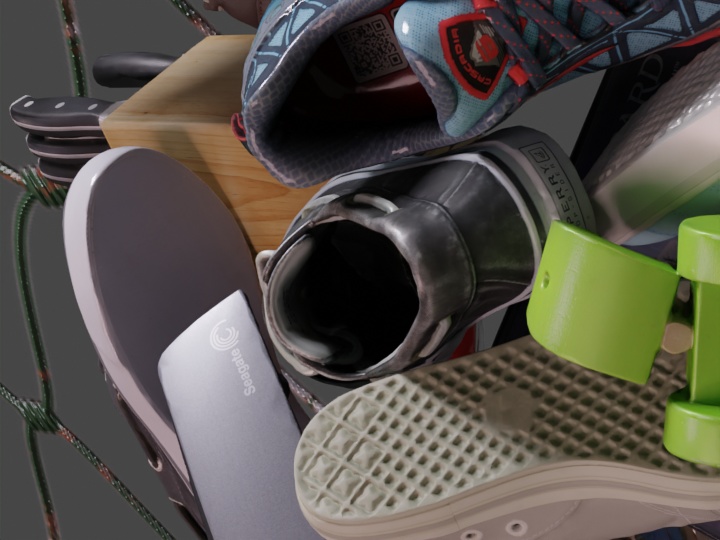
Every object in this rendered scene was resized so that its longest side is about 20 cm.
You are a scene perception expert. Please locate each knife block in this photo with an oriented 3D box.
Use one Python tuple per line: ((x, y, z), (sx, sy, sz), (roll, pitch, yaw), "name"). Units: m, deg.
((-0.049, -0.053, 1.062), (0.175, 0.064, 0.200), (39, 148, 13), "knife block")

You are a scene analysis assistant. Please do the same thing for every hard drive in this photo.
((-0.016, 0.120, 0.946), (0.135, 0.042, 0.200), (83, 165, -64), "hard drive")

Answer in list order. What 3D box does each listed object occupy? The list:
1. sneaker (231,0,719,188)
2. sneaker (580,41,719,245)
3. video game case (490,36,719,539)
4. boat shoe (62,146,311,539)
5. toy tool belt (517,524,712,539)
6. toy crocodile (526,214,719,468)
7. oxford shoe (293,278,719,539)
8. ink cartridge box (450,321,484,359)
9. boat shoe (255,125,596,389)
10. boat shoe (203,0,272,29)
((0.049, -0.073, 0.843), (0.200, 0.096, 0.079), (-25, 108, 29), "sneaker")
((0.142, -0.036, 0.814), (0.082, 0.074, 0.200), (50, 139, -10), "sneaker")
((0.140, 0.019, 0.867), (0.200, 0.019, 0.143), (28, 101, 31), "video game case")
((-0.064, 0.039, 1.064), (0.066, 0.070, 0.200), (9, 138, 48), "boat shoe")
((0.112, 0.093, 1.009), (0.125, 0.123, 0.200), (34, 137, 49), "toy tool belt")
((0.145, 0.017, 0.797), (0.200, 0.062, 0.068), (3, 103, 5), "toy crocodile")
((0.079, 0.051, 0.863), (0.200, 0.075, 0.058), (-14, 143, 16), "oxford shoe")
((0.024, 0.090, 1.049), (0.050, 0.161, 0.200), (-2, 137, 5), "ink cartridge box")
((0.000, 0.000, 0.909), (0.072, 0.071, 0.200), (67, 156, 5), "boat shoe")
((-0.009, -0.130, 0.922), (0.060, 0.072, 0.200), (39, 152, 1), "boat shoe")
